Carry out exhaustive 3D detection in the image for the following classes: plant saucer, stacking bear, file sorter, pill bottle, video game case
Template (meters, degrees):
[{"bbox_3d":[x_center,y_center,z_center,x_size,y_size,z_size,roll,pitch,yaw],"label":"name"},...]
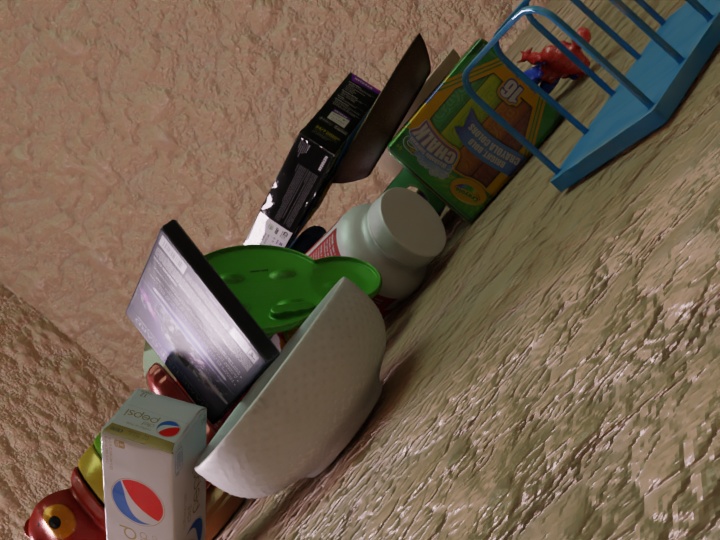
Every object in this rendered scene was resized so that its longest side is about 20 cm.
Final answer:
[{"bbox_3d":[-0.167,0.255,1.107,0.200,0.037,0.200,-49,5,6],"label":"plant saucer"},{"bbox_3d":[0.031,-0.180,1.150,0.201,0.037,0.200,-58,2,3],"label":"plant saucer"},{"bbox_3d":[-0.230,0.205,0.949,0.200,0.122,0.114,-40,-13,-12],"label":"stacking bear"},{"bbox_3d":[0.188,-0.187,0.732,0.200,0.123,0.139,-52,5,-23],"label":"file sorter"},{"bbox_3d":[0.000,0.000,1.067,0.200,0.112,0.112,-42,8,42],"label":"pill bottle"},{"bbox_3d":[-0.149,0.054,0.883,0.019,0.143,0.200,-36,-6,-30],"label":"video game case"}]

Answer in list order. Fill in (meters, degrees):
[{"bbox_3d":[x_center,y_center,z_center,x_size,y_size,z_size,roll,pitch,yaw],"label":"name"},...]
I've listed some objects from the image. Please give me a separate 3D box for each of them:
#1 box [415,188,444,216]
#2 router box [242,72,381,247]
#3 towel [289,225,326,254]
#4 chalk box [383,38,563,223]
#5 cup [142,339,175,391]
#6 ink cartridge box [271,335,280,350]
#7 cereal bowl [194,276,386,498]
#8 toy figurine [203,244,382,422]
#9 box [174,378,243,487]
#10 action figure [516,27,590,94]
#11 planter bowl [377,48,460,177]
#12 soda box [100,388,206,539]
[{"bbox_3d":[0.104,-0.123,1.240,0.201,0.039,0.137,-64,0,16],"label":"box"},{"bbox_3d":[-0.058,-0.117,1.157,0.200,0.051,0.149,-57,1,44],"label":"router box"},{"bbox_3d":[-0.105,0.035,1.187,0.112,0.048,0.200,-41,12,49],"label":"towel"},{"bbox_3d":[0.109,-0.139,1.090,0.200,0.124,0.124,-50,4,10],"label":"chalk box"},{"bbox_3d":[-0.165,0.137,1.272,0.143,0.201,0.200,-25,11,14],"label":"cup"},{"bbox_3d":[-0.037,0.040,1.277,0.145,0.084,0.200,-49,6,11],"label":"ink cartridge box"},{"bbox_3d":[-0.043,0.107,0.802,0.200,0.083,0.200,-50,3,3],"label":"cereal bowl"},{"bbox_3d":[-0.080,0.087,0.994,0.150,0.199,0.185,-115,23,-55],"label":"toy figurine"},{"bbox_3d":[-0.200,0.194,1.069,0.200,0.100,0.095,-52,5,-20],"label":"box"},{"bbox_3d":[0.218,-0.232,1.162,0.200,0.065,0.052,141,148,-69],"label":"action figure"},{"bbox_3d":[0.117,-0.198,1.424,0.200,0.135,0.200,-49,4,5],"label":"planter bowl"},{"bbox_3d":[-0.177,0.204,0.850,0.064,0.068,0.201,-56,-24,-56],"label":"soda box"}]
